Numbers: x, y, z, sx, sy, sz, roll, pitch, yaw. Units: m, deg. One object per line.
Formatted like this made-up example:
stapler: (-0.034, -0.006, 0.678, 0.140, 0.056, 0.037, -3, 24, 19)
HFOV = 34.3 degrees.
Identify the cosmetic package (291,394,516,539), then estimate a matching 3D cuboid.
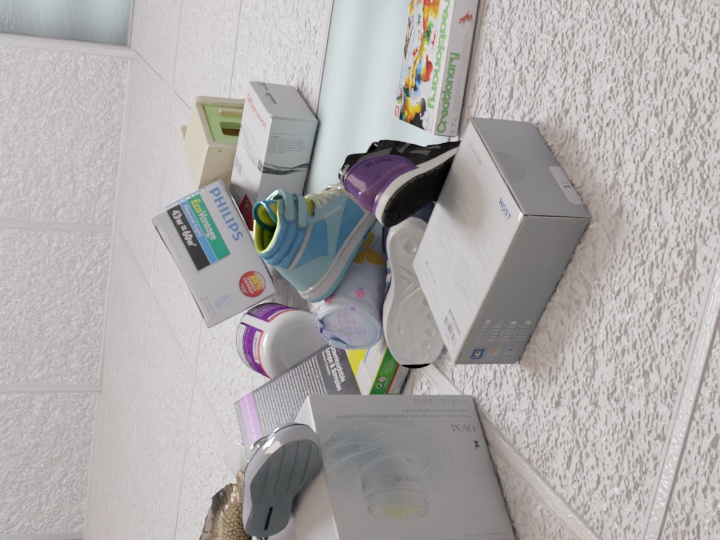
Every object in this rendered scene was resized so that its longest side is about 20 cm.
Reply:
cosmetic package: (0.037, 0.246, 1.243, 0.123, 0.198, 0.201, 118, 146, -47)

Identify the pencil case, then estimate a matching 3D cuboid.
pencil case: (0.000, 0.000, 1.438, 0.091, 0.083, 0.201, 102, 179, -54)

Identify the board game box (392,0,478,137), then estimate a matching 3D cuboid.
board game box: (0.089, -0.268, 1.374, 0.126, 0.034, 0.201, -143, 58, -63)

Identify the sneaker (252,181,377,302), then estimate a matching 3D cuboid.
sneaker: (-0.051, -0.078, 1.367, 0.079, 0.130, 0.201, -7, 51, 57)

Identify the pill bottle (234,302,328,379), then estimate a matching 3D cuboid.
pill bottle: (-0.123, 0.108, 1.763, 0.200, 0.112, 0.113, -169, 82, -68)

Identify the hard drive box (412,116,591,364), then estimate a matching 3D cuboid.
hard drive box: (0.136, -0.028, 1.186, 0.156, 0.076, 0.201, -111, 31, -43)

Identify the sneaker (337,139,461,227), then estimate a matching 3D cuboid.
sneaker: (0.055, -0.116, 1.235, 0.087, 0.200, 0.076, 38, 123, 21)

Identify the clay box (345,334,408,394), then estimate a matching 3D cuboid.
clay box: (0.014, 0.063, 1.516, 0.201, 0.047, 0.115, -111, 32, -46)

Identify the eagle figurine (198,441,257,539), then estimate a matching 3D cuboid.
eagle figurine: (-0.163, 0.378, 1.794, 0.152, 0.150, 0.201, 99, -171, -50)

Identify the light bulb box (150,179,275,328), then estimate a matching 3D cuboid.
light bulb box: (-0.232, -0.032, 1.867, 0.199, 0.124, 0.200, 63, 178, -7)

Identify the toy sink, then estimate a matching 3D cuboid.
toy sink: (-0.232, -0.231, 2.039, 0.201, 0.129, 0.113, -112, 32, -46)

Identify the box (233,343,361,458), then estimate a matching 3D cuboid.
box: (-0.073, 0.192, 1.583, 0.199, 0.036, 0.143, -33, 46, 15)

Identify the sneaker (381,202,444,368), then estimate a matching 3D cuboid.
sneaker: (0.066, -0.003, 1.385, 0.147, 0.080, 0.201, -84, -10, -61)

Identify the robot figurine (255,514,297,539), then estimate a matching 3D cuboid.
robot figurine: (-0.101, 0.306, 1.672, 0.124, 0.150, 0.201, -19, 69, 41)

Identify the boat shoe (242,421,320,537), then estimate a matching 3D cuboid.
boat shoe: (-0.094, 0.203, 1.207, 0.200, 0.073, 0.067, 116, 146, -46)

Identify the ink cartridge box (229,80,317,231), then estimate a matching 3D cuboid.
ink cartridge box: (-0.142, -0.183, 1.871, 0.147, 0.082, 0.201, -121, 38, -52)
